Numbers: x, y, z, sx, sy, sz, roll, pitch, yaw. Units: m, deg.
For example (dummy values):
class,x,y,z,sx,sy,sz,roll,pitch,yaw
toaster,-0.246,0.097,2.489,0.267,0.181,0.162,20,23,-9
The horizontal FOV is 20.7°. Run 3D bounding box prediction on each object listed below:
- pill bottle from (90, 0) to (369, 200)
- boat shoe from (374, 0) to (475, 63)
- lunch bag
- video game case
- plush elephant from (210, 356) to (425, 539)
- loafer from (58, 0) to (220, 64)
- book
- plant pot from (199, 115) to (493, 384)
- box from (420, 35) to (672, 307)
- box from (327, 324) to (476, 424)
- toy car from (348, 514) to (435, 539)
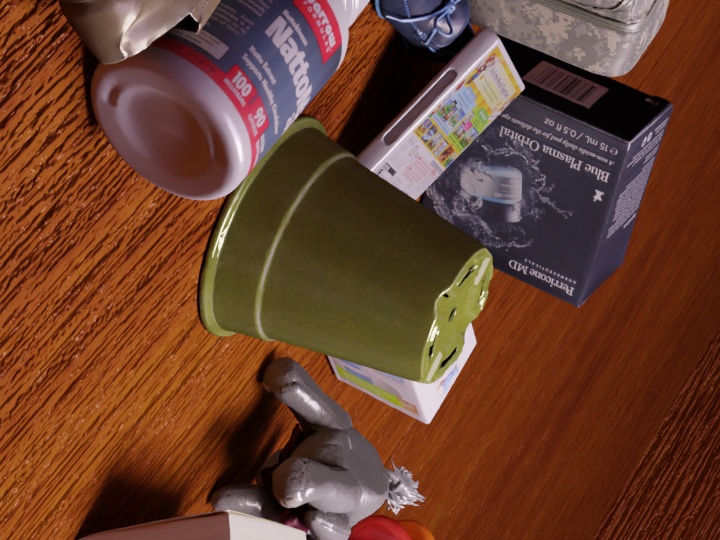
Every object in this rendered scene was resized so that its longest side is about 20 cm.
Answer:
class,x,y,z,sx,sy,sz,roll,pitch,yaw
pill bottle,-0.077,-0.152,1.313,0.200,0.119,0.120,-53,158,-35
boat shoe,0.067,-0.231,1.696,0.084,0.069,0.200,-65,162,0
lunch bag,0.185,-0.293,1.751,0.139,0.200,0.168,-53,162,-41
video game case,0.070,-0.130,1.797,0.182,0.023,0.200,-46,167,3
plush elephant,-0.060,0.204,1.813,0.155,0.165,0.200,-35,135,23
loafer,-0.115,-0.185,1.223,0.200,0.076,0.068,-32,126,-43
book,-0.137,0.232,1.636,0.200,0.133,0.048,30,55,-71
plant pot,0.000,0.000,1.614,0.200,0.190,0.200,-53,158,-33
box,0.181,-0.103,1.978,0.117,0.196,0.200,-41,150,-51
box,0.032,0.050,1.890,0.101,0.112,0.200,-58,161,-16
toy car,0.020,0.357,2.203,0.200,0.175,0.150,-46,129,-45
